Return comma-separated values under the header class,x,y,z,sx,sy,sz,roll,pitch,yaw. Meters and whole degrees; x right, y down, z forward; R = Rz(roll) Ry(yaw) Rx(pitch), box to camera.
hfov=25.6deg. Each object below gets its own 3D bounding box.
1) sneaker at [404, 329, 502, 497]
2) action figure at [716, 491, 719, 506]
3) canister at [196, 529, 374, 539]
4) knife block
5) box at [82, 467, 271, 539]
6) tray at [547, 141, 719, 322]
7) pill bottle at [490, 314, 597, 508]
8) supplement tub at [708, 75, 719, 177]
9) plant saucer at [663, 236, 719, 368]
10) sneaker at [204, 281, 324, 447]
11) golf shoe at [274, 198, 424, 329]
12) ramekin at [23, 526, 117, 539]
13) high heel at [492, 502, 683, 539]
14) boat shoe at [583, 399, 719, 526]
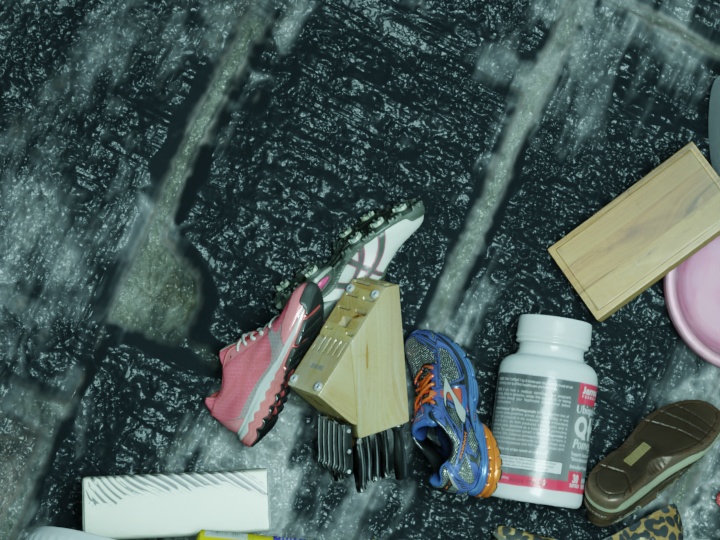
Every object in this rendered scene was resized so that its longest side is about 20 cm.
class,x,y,z,sx,sy,sz,roll,pitch,yaw
sneaker,0.087,0.151,1.708,0.078,0.075,0.201,-1,55,-32
action figure,0.467,0.187,1.786,0.065,0.052,0.200,39,87,5
canister,-0.077,0.335,1.669,0.198,0.149,0.087,6,58,-3
knife block,0.016,0.133,1.713,0.175,0.064,0.201,41,74,-34
box,-0.197,0.251,1.698,0.198,0.082,0.069,-2,83,-7
tray,0.317,-0.042,1.761,0.199,0.037,0.099,-37,76,9
pill bottle,0.200,0.153,1.731,0.110,0.111,0.202,9,84,-5
supplement tub,0.500,-0.160,1.773,0.198,0.132,0.133,-2,84,2
plant saucer,0.438,0.018,1.799,0.198,0.051,0.203,1,85,-6
sneaker,-0.109,0.092,1.701,0.086,0.074,0.201,30,110,10
golf shoe,0.000,0.000,1.756,0.200,0.077,0.088,-39,104,-2
ramekin,-0.272,0.331,1.630,0.200,0.203,0.095,15,71,-4
high heel,0.255,0.288,1.752,0.199,0.071,0.143,28,72,-1
boat shoe,0.321,0.215,1.757,0.201,0.075,0.075,-27,51,-27
